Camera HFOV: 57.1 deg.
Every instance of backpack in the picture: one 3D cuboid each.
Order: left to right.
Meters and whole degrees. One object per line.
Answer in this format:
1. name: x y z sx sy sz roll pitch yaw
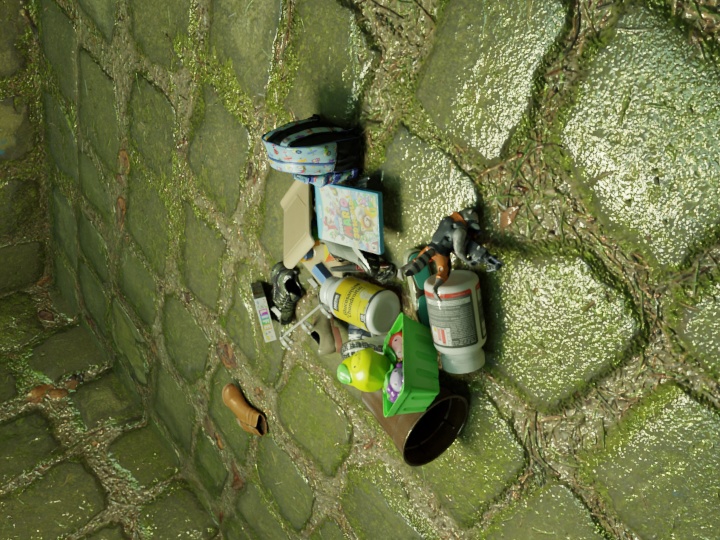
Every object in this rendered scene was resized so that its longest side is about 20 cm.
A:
1. backpack: -0.119 -0.268 1.512 0.182 0.200 0.135 26 125 39

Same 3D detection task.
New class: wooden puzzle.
1. wooden puzzle: -0.160 -0.127 1.727 0.185 0.037 0.200 -42 51 56
2. wooden puzzle: -0.109 -0.045 1.749 0.185 0.046 0.200 49 140 20

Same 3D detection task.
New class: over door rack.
1. over door rack: -0.154 0.118 1.769 0.067 0.148 0.200 49 -176 -27

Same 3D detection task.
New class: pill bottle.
1. pill bottle: -0.007 0.078 1.640 0.200 0.112 0.112 20 124 43
2. pill bottle: 0.205 0.109 1.403 0.116 0.116 0.200 9 115 47

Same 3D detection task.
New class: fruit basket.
1. fruit basket: 0.057 0.208 1.445 0.216 0.215 0.156 49 142 20

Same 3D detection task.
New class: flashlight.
1. flashlight: -0.029 -0.178 1.574 0.200 0.068 0.068 -18 93 47

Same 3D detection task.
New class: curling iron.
1. curling iron: 0.000 0.000 1.629 0.200 0.050 0.026 7 147 38

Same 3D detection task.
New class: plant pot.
1. plant pot: 0.116 0.322 1.575 0.198 0.200 0.200 39 136 40

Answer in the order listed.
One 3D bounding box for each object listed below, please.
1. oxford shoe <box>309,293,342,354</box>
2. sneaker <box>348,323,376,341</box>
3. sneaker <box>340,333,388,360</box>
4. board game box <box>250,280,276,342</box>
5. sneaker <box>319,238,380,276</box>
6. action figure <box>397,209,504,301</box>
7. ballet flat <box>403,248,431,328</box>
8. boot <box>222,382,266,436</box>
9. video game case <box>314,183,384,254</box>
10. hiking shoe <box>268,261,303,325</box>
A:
1. oxford shoe: -0.108 0.142 1.786 0.071 0.075 0.200 92 160 -44
2. sneaker: -0.013 0.204 1.718 0.070 0.108 0.200 -7 104 51
3. sneaker: 0.051 0.190 1.594 0.200 0.080 0.074 -3 105 9
4. board game box: -0.294 0.120 1.991 0.200 0.034 0.135 -135 31 -72
5. sneaker: -0.026 -0.045 1.612 0.200 0.074 0.079 44 107 34
6. action figure: 0.180 -0.038 1.310 0.105 0.194 0.200 38 174 -37
7. ballet flat: 0.142 0.044 1.502 0.062 0.067 0.200 -151 48 -75
8. boot: -0.416 0.504 2.381 0.155 0.077 0.200 8 118 49
9. video game case: -0.027 -0.125 1.531 0.200 0.018 0.143 17 119 40
10. hiking shoe: -0.213 0.079 1.915 0.101 0.076 0.200 27 128 43
